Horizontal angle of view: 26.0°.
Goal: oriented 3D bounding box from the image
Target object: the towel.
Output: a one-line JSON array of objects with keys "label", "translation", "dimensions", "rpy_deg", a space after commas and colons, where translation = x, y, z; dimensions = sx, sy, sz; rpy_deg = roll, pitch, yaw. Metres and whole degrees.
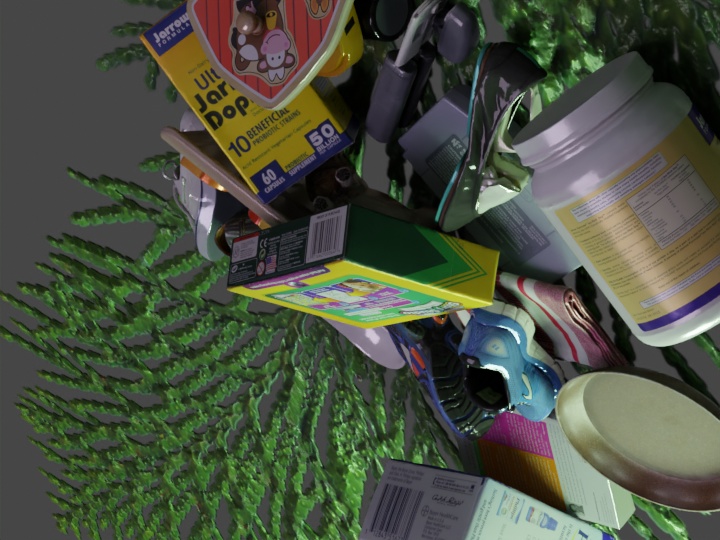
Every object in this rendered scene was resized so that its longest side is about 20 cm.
[{"label": "towel", "translation": [0.151, 0.042, 1.520], "dimensions": [0.200, 0.023, 0.144], "rpy_deg": [14, 155, 44]}]

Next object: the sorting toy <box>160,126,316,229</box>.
[{"label": "sorting toy", "translation": [-0.100, -0.084, 1.610], "dimensions": [0.185, 0.200, 0.037], "rpy_deg": [39, 105, 15]}]

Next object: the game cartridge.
[{"label": "game cartridge", "translation": [0.131, -0.075, 1.445], "dimensions": [0.200, 0.040, 0.133], "rpy_deg": [49, 153, -2]}]

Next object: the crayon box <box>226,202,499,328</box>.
[{"label": "crayon box", "translation": [0.000, 0.000, 1.460], "dimensions": [0.172, 0.058, 0.200], "rpy_deg": [16, 163, -33]}]

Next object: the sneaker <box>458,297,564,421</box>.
[{"label": "sneaker", "translation": [0.137, 0.102, 1.522], "dimensions": [0.078, 0.089, 0.200], "rpy_deg": [20, 161, 34]}]

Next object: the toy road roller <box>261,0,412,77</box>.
[{"label": "toy road roller", "translation": [-0.054, -0.259, 1.356], "dimensions": [0.123, 0.146, 0.200], "rpy_deg": [18, 139, 40]}]

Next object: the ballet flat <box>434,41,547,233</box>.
[{"label": "ballet flat", "translation": [0.115, -0.102, 1.349], "dimensions": [0.068, 0.068, 0.200], "rpy_deg": [24, 132, 13]}]

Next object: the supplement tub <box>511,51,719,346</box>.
[{"label": "supplement tub", "translation": [0.227, -0.057, 1.235], "dimensions": [0.200, 0.145, 0.145], "rpy_deg": [53, 149, -8]}]

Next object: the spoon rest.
[{"label": "spoon rest", "translation": [-0.023, 0.036, 1.737], "dimensions": [0.200, 0.061, 0.099], "rpy_deg": [47, 158, 4]}]

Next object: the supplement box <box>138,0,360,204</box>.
[{"label": "supplement box", "translation": [-0.103, -0.182, 1.503], "dimensions": [0.200, 0.109, 0.110], "rpy_deg": [53, -168, -10]}]

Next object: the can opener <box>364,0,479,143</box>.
[{"label": "can opener", "translation": [0.056, -0.176, 1.406], "dimensions": [0.067, 0.053, 0.200], "rpy_deg": [41, 150, 13]}]

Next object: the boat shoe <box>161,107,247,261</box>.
[{"label": "boat shoe", "translation": [-0.184, -0.103, 1.772], "dimensions": [0.086, 0.075, 0.202], "rpy_deg": [31, 143, 25]}]

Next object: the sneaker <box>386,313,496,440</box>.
[{"label": "sneaker", "translation": [0.082, 0.089, 1.660], "dimensions": [0.200, 0.075, 0.078], "rpy_deg": [63, 162, 6]}]

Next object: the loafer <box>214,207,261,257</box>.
[{"label": "loafer", "translation": [-0.126, -0.040, 1.731], "dimensions": [0.200, 0.072, 0.073], "rpy_deg": [145, 124, -75]}]

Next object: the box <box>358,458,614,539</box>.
[{"label": "box", "translation": [0.137, 0.294, 1.702], "dimensions": [0.200, 0.105, 0.184], "rpy_deg": [29, 165, -30]}]

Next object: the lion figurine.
[{"label": "lion figurine", "translation": [0.024, -0.059, 1.558], "dimensions": [0.200, 0.073, 0.122], "rpy_deg": [33, -176, 10]}]

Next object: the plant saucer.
[{"label": "plant saucer", "translation": [0.283, 0.156, 1.492], "dimensions": [0.200, 0.032, 0.200], "rpy_deg": [25, 147, 17]}]

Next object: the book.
[{"label": "book", "translation": [0.189, 0.192, 1.668], "dimensions": [0.200, 0.048, 0.134], "rpy_deg": [14, 134, 42]}]

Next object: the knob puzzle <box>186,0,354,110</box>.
[{"label": "knob puzzle", "translation": [-0.081, -0.234, 1.302], "dimensions": [0.219, 0.030, 0.220], "rpy_deg": [0, 90, 40]}]
